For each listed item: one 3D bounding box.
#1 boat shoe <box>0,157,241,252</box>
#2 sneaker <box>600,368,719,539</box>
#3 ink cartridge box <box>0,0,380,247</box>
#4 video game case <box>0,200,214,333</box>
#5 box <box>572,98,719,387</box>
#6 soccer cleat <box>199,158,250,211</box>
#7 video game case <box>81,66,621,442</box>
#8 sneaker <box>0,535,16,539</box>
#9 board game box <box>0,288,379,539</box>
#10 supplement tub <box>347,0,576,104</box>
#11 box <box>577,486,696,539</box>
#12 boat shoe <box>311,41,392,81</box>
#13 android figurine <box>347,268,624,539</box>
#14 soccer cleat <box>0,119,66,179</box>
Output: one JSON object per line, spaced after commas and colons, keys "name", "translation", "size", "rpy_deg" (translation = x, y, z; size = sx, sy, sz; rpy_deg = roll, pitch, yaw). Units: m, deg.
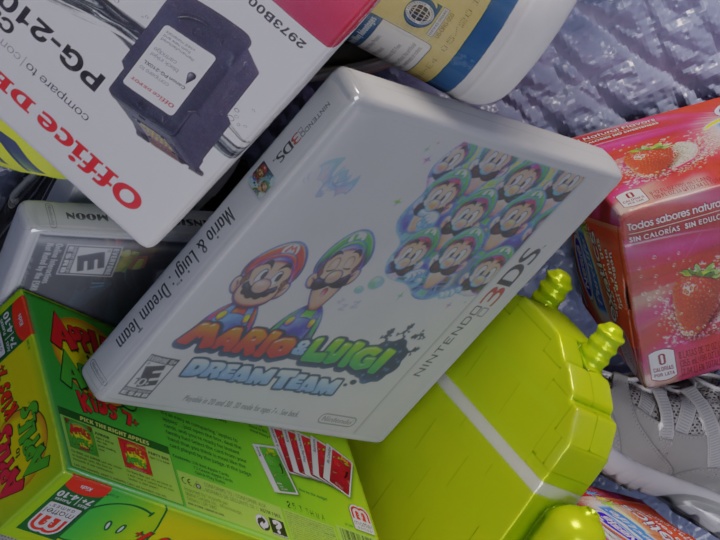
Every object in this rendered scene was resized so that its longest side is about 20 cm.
{"name": "boat shoe", "translation": [-0.121, -0.036, 1.266], "size": [0.071, 0.068, 0.200], "rpy_deg": [13, 125, -38]}
{"name": "sneaker", "translation": [0.150, 0.072, 1.403], "size": [0.199, 0.075, 0.082], "rpy_deg": [29, 89, -30]}
{"name": "ink cartridge box", "translation": [-0.073, -0.123, 1.091], "size": [0.145, 0.084, 0.200], "rpy_deg": [42, 136, -4]}
{"name": "video game case", "translation": [-0.096, 0.048, 1.288], "size": [0.181, 0.023, 0.201], "rpy_deg": [3, 136, -26]}
{"name": "box", "translation": [0.206, -0.029, 1.340], "size": [0.199, 0.100, 0.096], "rpy_deg": [-15, 115, -7]}
{"name": "soccer cleat", "translation": [-0.008, -0.013, 1.325], "size": [0.198, 0.070, 0.087], "rpy_deg": [-6, 124, -7]}
{"name": "video game case", "translation": [0.000, 0.000, 1.226], "size": [0.182, 0.024, 0.199], "rpy_deg": [-48, 146, 22]}
{"name": "sneaker", "translation": [-0.158, 0.180, 1.280], "size": [0.081, 0.088, 0.201], "rpy_deg": [29, 76, -61]}
{"name": "board game box", "translation": [-0.080, 0.089, 1.244], "size": [0.199, 0.102, 0.048], "rpy_deg": [25, 124, -41]}
{"name": "supplement tub", "translation": [0.002, -0.174, 1.180], "size": [0.199, 0.145, 0.145], "rpy_deg": [27, 104, -9]}
{"name": "box", "translation": [0.086, 0.207, 1.340], "size": [0.099, 0.095, 0.201], "rpy_deg": [18, 105, -43]}
{"name": "boat shoe", "translation": [-0.042, -0.119, 1.266], "size": [0.198, 0.065, 0.074], "rpy_deg": [-11, 115, -10]}
{"name": "android figurine", "translation": [0.049, 0.092, 1.316], "size": [0.041, 0.182, 0.201], "rpy_deg": [25, 105, -43]}
{"name": "soccer cleat", "translation": [-0.181, -0.105, 1.183], "size": [0.200, 0.084, 0.065], "rpy_deg": [36, 84, 9]}
